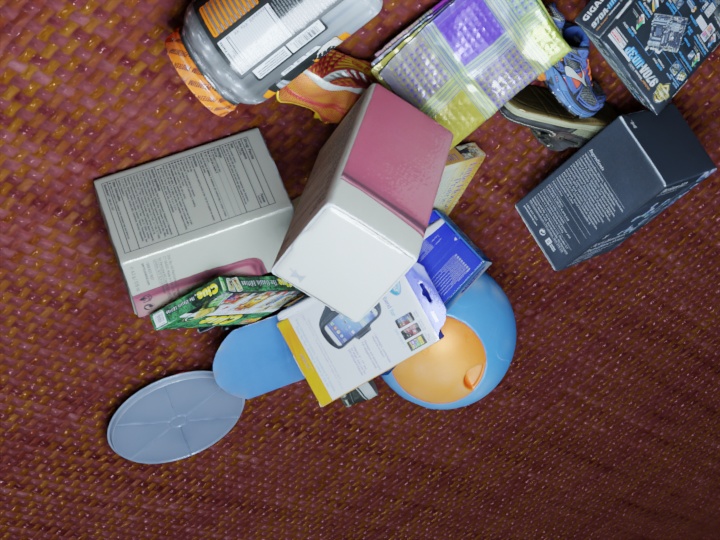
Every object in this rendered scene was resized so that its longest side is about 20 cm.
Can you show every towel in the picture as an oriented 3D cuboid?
[{"bbox_3d":[0.123,-0.235,1.449,0.199,0.023,0.144,-37,115,3],"label":"towel"}]

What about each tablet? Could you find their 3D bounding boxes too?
[{"bbox_3d":[0.000,0.000,1.535,0.199,0.014,0.130,-28,-176,40],"label":"tablet"}]

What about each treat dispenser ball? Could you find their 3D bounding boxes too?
[{"bbox_3d":[0.110,0.085,1.759,0.199,0.202,0.202,-17,144,-13],"label":"treat dispenser ball"}]

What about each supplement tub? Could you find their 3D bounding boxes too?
[{"bbox_3d":[-0.087,-0.248,1.285,0.199,0.123,0.122,-35,144,13],"label":"supplement tub"}]

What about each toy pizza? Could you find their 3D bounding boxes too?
[{"bbox_3d":[-0.257,0.198,1.820,0.198,0.032,0.201,-18,143,-14],"label":"toy pizza"}]

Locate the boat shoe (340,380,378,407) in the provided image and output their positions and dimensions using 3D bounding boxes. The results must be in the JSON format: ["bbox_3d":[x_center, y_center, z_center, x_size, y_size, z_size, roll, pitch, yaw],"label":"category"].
[{"bbox_3d":[-0.033,0.146,1.861,0.063,0.071,0.200,-30,146,4],"label":"boat shoe"}]

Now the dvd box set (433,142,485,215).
[{"bbox_3d":[0.054,-0.081,1.604,0.199,0.029,0.147,-19,150,-45],"label":"dvd box set"}]

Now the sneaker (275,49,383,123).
[{"bbox_3d":[-0.011,-0.195,1.462,0.199,0.074,0.077,19,142,-37],"label":"sneaker"}]

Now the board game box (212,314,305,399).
[{"bbox_3d":[-0.104,0.090,1.723,0.198,0.039,0.159,-20,143,-8],"label":"board game box"}]

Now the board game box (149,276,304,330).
[{"bbox_3d":[-0.143,0.036,1.508,0.104,0.024,0.199,-25,169,26],"label":"board game box"}]

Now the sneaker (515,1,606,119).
[{"bbox_3d":[0.245,-0.245,1.543,0.078,0.076,0.199,-41,144,15],"label":"sneaker"}]

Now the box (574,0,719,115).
[{"bbox_3d":[0.353,-0.295,1.536,0.159,0.046,0.200,-50,142,6],"label":"box"}]

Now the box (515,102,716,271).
[{"bbox_3d":[0.325,-0.106,1.672,0.148,0.108,0.200,-18,161,-48],"label":"box"}]

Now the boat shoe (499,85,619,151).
[{"bbox_3d":[0.244,-0.180,1.622,0.198,0.074,0.065,5,130,-36],"label":"boat shoe"}]

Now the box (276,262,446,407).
[{"bbox_3d":[0.009,0.068,1.617,0.199,0.120,0.041,-30,177,12],"label":"box"}]

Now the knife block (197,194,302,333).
[{"bbox_3d":[-0.142,-0.009,1.601,0.174,0.064,0.201,-2,138,-32],"label":"knife block"}]

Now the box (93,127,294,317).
[{"bbox_3d":[-0.181,-0.054,1.465,0.198,0.129,0.109,-18,146,-10],"label":"box"}]

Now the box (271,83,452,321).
[{"bbox_3d":[0.005,-0.072,1.366,0.108,0.201,0.128,31,136,-13],"label":"box"}]

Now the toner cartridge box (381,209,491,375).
[{"bbox_3d":[0.063,0.029,1.650,0.200,0.095,0.043,-47,164,13],"label":"toner cartridge box"}]
